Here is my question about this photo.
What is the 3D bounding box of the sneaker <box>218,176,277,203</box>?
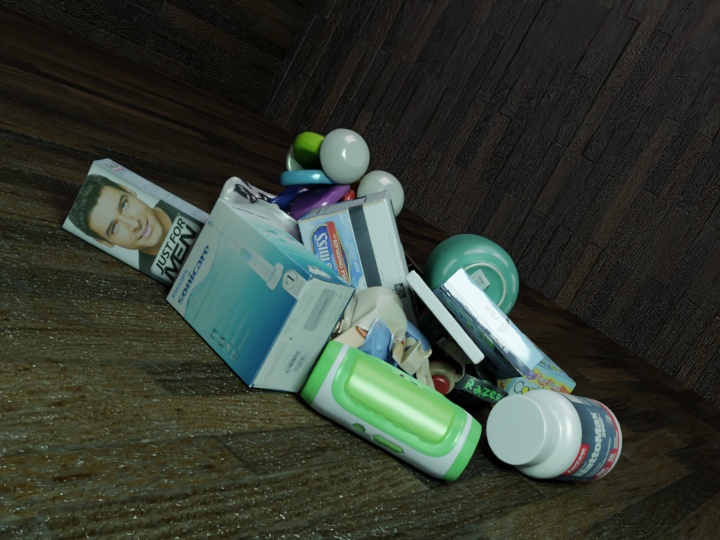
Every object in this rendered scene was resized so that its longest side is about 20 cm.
[{"bbox_3d":[-0.192,-0.117,1.737,0.129,0.080,0.199,22,-1,10],"label":"sneaker"}]

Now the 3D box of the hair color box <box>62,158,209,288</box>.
[{"bbox_3d":[-0.271,-0.053,1.174,0.199,0.099,0.061,29,11,-1],"label":"hair color box"}]

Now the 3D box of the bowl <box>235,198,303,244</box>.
[{"bbox_3d":[-0.142,-0.046,1.368,0.200,0.091,0.201,32,-6,4],"label":"bowl"}]

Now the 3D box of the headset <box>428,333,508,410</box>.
[{"bbox_3d":[0.149,0.149,1.357,0.123,0.094,0.200,26,-5,-20],"label":"headset"}]

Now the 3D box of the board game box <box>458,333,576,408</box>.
[{"bbox_3d":[0.253,0.170,1.515,0.104,0.103,0.200,27,10,-21],"label":"board game box"}]

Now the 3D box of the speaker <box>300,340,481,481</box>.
[{"bbox_3d":[0.034,0.160,1.031,0.199,0.089,0.088,30,10,0],"label":"speaker"}]

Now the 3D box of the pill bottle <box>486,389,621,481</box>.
[{"bbox_3d":[0.263,0.226,1.234,0.199,0.120,0.119,17,16,-48],"label":"pill bottle"}]

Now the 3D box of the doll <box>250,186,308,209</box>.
[{"bbox_3d":[-0.162,-0.096,1.497,0.136,0.199,0.049,1,-60,61],"label":"doll"}]

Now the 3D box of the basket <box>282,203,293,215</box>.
[{"bbox_3d":[-0.057,-0.048,1.613,0.200,0.139,0.176,43,15,29],"label":"basket"}]

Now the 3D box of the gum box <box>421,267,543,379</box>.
[{"bbox_3d":[0.175,0.084,1.338,0.170,0.045,0.200,48,-8,4],"label":"gum box"}]

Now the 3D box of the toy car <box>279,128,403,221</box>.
[{"bbox_3d":[-0.047,-0.119,1.417,0.200,0.150,0.175,47,-23,-25],"label":"toy car"}]

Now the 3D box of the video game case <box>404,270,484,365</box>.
[{"bbox_3d":[0.117,0.070,1.232,0.143,0.017,0.200,51,2,9],"label":"video game case"}]

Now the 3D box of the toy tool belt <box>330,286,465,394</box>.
[{"bbox_3d":[0.045,0.124,1.188,0.200,0.125,0.123,40,28,-15],"label":"toy tool belt"}]

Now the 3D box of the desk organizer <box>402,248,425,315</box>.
[{"bbox_3d":[0.056,0.009,1.546,0.077,0.072,0.200,29,-8,31],"label":"desk organizer"}]

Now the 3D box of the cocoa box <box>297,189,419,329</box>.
[{"bbox_3d":[0.000,0.000,1.300,0.130,0.201,0.133,-13,8,5],"label":"cocoa box"}]

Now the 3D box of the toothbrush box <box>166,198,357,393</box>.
[{"bbox_3d":[-0.122,0.028,1.066,0.200,0.147,0.085,36,12,39],"label":"toothbrush box"}]

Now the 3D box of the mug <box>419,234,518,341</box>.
[{"bbox_3d":[0.183,0.038,1.499,0.151,0.186,0.114,6,8,-7],"label":"mug"}]
